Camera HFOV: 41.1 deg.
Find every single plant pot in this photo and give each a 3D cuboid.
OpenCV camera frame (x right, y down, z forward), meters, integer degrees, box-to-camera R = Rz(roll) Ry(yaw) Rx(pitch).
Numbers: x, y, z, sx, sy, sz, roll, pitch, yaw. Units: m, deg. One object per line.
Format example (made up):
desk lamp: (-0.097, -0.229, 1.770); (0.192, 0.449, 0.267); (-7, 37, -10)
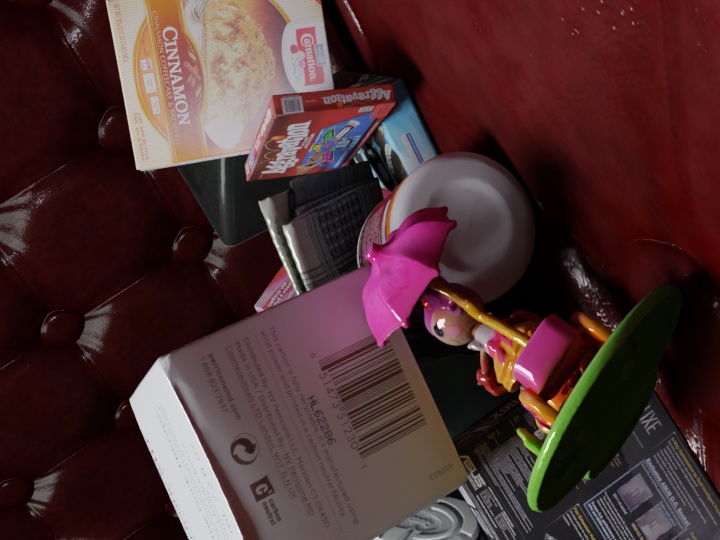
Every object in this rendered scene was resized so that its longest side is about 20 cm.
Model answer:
plant pot: (0.114, 0.131, 0.851); (0.199, 0.197, 0.200); (67, 170, -15)
plant pot: (-0.136, -0.192, 1.228); (0.201, 0.197, 0.179); (54, 160, 28)

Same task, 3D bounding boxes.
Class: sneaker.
sneaker: (0.039, 0.228, 0.799); (0.199, 0.076, 0.081); (7, 129, 61)

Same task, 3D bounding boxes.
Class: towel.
towel: (0.000, 0.000, 0.895); (0.192, 0.034, 0.203); (-29, -83, -56)

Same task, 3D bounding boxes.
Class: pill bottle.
pill bottle: (0.058, -0.019, 0.786); (0.114, 0.112, 0.200); (58, 166, 1)

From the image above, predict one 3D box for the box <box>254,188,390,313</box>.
box: (-0.017, 0.008, 1.079); (0.094, 0.201, 0.100); (15, 147, 33)

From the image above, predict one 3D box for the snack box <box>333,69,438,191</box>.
snack box: (0.020, -0.133, 0.942); (0.117, 0.037, 0.200); (62, 172, -20)

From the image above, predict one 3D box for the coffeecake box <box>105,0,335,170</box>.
coffeecake box: (-0.128, -0.189, 0.920); (0.073, 0.196, 0.157); (-153, 53, -79)

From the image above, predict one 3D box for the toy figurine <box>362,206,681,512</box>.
toy figurine: (0.087, 0.037, 0.615); (0.183, 0.151, 0.200); (34, 178, 27)

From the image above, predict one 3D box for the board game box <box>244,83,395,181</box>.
board game box: (-0.042, -0.119, 0.854); (0.200, 0.101, 0.020); (143, 118, -74)

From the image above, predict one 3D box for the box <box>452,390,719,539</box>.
box: (0.173, 0.175, 0.703); (0.202, 0.156, 0.050); (57, 172, 3)

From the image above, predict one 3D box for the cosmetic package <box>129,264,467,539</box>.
cosmetic package: (-0.056, 0.122, 0.711); (0.170, 0.164, 0.200); (64, 157, 5)
